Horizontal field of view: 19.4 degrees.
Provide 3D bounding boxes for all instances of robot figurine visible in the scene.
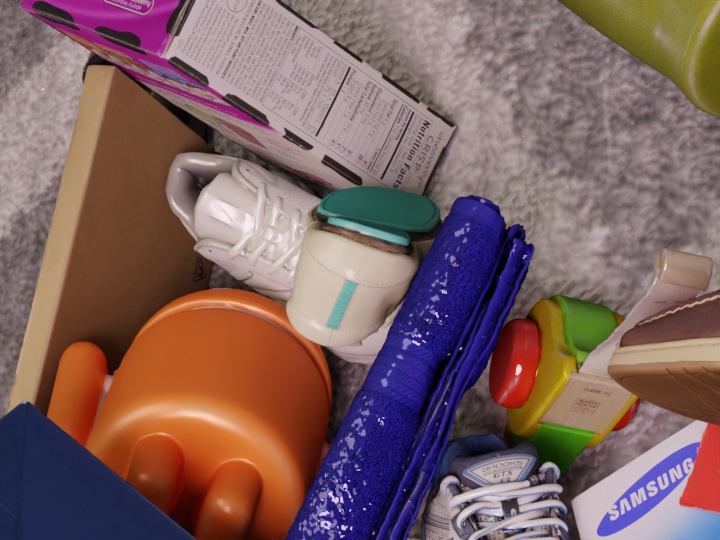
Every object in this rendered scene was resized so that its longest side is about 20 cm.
[{"bbox_3d":[-0.077,0.082,1.060,0.143,0.117,0.200,-17,22,15],"label":"robot figurine"}]

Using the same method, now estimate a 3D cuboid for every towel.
[{"bbox_3d":[0.019,0.075,0.948,0.049,0.148,0.201,26,77,5],"label":"towel"}]

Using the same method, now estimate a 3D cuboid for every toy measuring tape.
[{"bbox_3d":[0.106,0.027,0.947,0.200,0.073,0.074,118,149,-53],"label":"toy measuring tape"}]

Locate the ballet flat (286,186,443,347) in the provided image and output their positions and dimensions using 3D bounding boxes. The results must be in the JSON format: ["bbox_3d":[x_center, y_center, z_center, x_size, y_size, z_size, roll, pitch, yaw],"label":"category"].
[{"bbox_3d":[0.000,0.000,0.993,0.069,0.200,0.070,1,97,8],"label":"ballet flat"}]

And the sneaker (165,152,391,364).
[{"bbox_3d":[-0.041,-0.011,1.121,0.199,0.099,0.078,25,90,48],"label":"sneaker"}]

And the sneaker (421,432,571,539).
[{"bbox_3d":[0.058,0.121,0.903,0.200,0.076,0.086,-132,41,-76],"label":"sneaker"}]

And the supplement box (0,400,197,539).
[{"bbox_3d":[-0.122,0.209,0.929,0.199,0.201,0.134,36,57,26],"label":"supplement box"}]

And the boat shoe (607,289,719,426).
[{"bbox_3d":[0.179,0.014,0.780,0.199,0.072,0.073,-14,54,49],"label":"boat shoe"}]

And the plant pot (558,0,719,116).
[{"bbox_3d":[0.152,-0.179,0.957,0.200,0.200,0.193,-46,57,20],"label":"plant pot"}]

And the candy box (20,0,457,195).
[{"bbox_3d":[-0.062,-0.107,1.109,0.136,0.200,0.061,24,84,46],"label":"candy box"}]

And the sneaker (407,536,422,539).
[{"bbox_3d":[-0.036,0.196,1.046,0.199,0.070,0.081,-26,58,34],"label":"sneaker"}]

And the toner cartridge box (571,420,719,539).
[{"bbox_3d":[0.183,0.089,0.853,0.200,0.043,0.095,-37,42,25],"label":"toner cartridge box"}]

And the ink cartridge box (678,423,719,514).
[{"bbox_3d":[0.205,0.004,0.817,0.160,0.050,0.201,7,69,49],"label":"ink cartridge box"}]

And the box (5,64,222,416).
[{"bbox_3d":[-0.129,0.008,1.159,0.021,0.163,0.202,7,76,23],"label":"box"}]

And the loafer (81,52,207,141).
[{"bbox_3d":[-0.129,-0.129,1.283,0.073,0.071,0.202,-20,59,38],"label":"loafer"}]
